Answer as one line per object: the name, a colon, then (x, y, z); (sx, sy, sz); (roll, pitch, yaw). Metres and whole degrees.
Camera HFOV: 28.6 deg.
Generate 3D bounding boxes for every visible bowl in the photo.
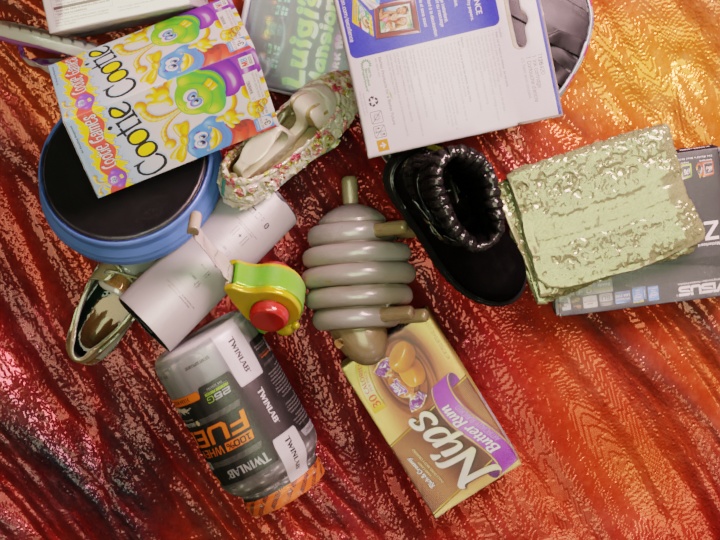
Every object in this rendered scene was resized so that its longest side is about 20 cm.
bowl: (-0.245, -0.106, 1.489); (0.197, 0.039, 0.204); (-2, 66, 5)

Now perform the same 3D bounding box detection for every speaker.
speaker: (-0.162, -0.010, 1.502); (0.081, 0.081, 0.200); (44, 78, -5)

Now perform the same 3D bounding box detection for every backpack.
backpack: (0.136, -0.248, 1.458); (0.198, 0.151, 0.179); (27, 89, 8)

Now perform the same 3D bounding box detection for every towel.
towel: (0.252, -0.062, 1.497); (0.197, 0.036, 0.150); (-20, 95, 6)

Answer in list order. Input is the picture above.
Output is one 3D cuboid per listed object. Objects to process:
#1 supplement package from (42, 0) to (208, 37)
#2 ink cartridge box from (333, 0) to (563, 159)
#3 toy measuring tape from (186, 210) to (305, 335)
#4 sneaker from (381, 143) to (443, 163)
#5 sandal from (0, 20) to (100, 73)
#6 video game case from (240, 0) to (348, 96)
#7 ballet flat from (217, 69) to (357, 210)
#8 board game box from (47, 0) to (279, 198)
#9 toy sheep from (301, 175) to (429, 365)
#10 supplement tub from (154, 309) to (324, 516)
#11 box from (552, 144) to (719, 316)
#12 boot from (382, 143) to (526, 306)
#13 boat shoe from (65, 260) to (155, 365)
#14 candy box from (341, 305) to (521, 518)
supplement package: (-0.254, -0.354, 1.449); (0.148, 0.152, 0.203); (-11, 97, 2)
ink cartridge box: (0.082, -0.227, 1.375); (0.197, 0.047, 0.201); (-11, 99, 10)
toy measuring tape: (-0.105, 0.004, 1.450); (0.073, 0.074, 0.201); (-28, 135, 4)
sneaker: (0.055, -0.119, 1.510); (0.075, 0.076, 0.202); (-32, 99, -16)
sandal: (-0.311, -0.222, 1.499); (0.200, 0.082, 0.051); (16, 98, 1)
video game case: (-0.035, -0.283, 1.522); (0.179, 0.023, 0.203); (12, 98, -1)
ballet flat: (-0.071, -0.142, 1.468); (0.075, 0.064, 0.200); (38, 76, 20)
board game box: (-0.198, -0.176, 1.422); (0.198, 0.105, 0.104); (-23, 134, -5)
toy sheep: (0.000, 0.000, 1.509); (0.136, 0.138, 0.203); (-3, 82, 1)
supplement tub: (-0.126, 0.155, 1.530); (0.121, 0.123, 0.202); (-29, 96, 4)
box: (0.299, -0.044, 1.539); (0.197, 0.049, 0.164); (-6, 99, 2)
boot: (0.115, -0.038, 1.406); (0.211, 0.158, 0.080); (45, 79, -18)
boat shoe: (-0.256, 0.016, 1.540); (0.074, 0.068, 0.202); (27, 97, -3)
candy box: (0.077, 0.156, 1.563); (0.116, 0.056, 0.202); (-31, 95, 4)
